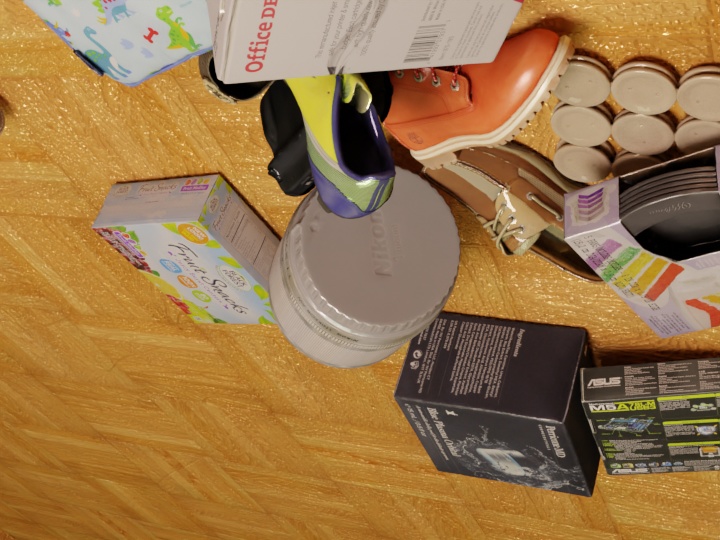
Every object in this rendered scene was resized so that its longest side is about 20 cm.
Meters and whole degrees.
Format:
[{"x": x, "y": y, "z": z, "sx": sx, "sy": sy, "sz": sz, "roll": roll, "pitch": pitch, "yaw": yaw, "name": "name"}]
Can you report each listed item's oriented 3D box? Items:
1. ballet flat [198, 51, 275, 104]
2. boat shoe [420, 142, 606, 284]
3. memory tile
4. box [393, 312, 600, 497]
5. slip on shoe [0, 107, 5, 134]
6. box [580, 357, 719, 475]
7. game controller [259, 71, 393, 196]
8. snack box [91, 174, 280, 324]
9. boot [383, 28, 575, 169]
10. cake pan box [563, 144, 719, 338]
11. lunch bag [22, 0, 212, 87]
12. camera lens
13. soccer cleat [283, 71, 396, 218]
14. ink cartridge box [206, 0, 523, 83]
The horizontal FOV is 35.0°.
[{"x": -0.093, "y": -0.170, "z": 0.949, "sx": 0.067, "sy": 0.047, "sz": 0.199, "roll": 28, "pitch": 163, "yaw": -22, "name": "ballet flat"}, {"x": 0.145, "y": -0.051, "z": 0.995, "sx": 0.198, "sy": 0.075, "sz": 0.076, "roll": 23, "pitch": 152, "yaw": -5, "name": "boat shoe"}, {"x": 0.245, "y": -0.108, "z": 0.889, "sx": 0.197, "sy": 0.017, "sz": 0.154, "roll": 9, "pitch": 150, "yaw": 20, "name": "memory tile"}, {"x": 0.166, "y": 0.153, "z": 1.301, "sx": 0.198, "sy": 0.119, "sz": 0.197, "roll": 5, "pitch": 149, "yaw": 25, "name": "box"}, {"x": -0.431, "y": -0.199, "z": 1.129, "sx": 0.060, "sy": 0.076, "sz": 0.200, "roll": -3, "pitch": 137, "yaw": 49, "name": "slip on shoe"}, {"x": 0.348, "y": 0.159, "z": 1.223, "sx": 0.197, "sy": 0.048, "sz": 0.194, "roll": -7, "pitch": 143, "yaw": 19, "name": "box"}, {"x": -0.033, "y": -0.139, "z": 0.942, "sx": 0.042, "sy": 0.106, "sz": 0.200, "roll": 2, "pitch": 162, "yaw": -27, "name": "game controller"}, {"x": -0.172, "y": -0.018, "z": 1.277, "sx": 0.167, "sy": 0.068, "sz": 0.200, "roll": 0, "pitch": 147, "yaw": 35, "name": "snack box"}, {"x": 0.073, "y": -0.148, "z": 0.879, "sx": 0.107, "sy": 0.076, "sz": 0.199, "roll": 38, "pitch": 149, "yaw": -21, "name": "boot"}, {"x": 0.284, "y": -0.024, "z": 0.918, "sx": 0.183, "sy": 0.053, "sz": 0.200, "roll": -17, "pitch": 142, "yaw": 32, "name": "cake pan box"}, {"x": -0.177, "y": -0.234, "z": 0.884, "sx": 0.198, "sy": 0.083, "sz": 0.161, "roll": -8, "pitch": 138, "yaw": 41, "name": "lunch bag"}, {"x": 0.000, "y": 0.000, "z": 1.064, "sx": 0.158, "sy": 0.162, "sz": 0.200, "roll": 23, "pitch": 163, "yaw": -5, "name": "camera lens"}, {"x": -0.020, "y": -0.137, "z": 0.813, "sx": 0.064, "sy": 0.202, "sz": 0.084, "roll": -13, "pitch": 168, "yaw": -28, "name": "soccer cleat"}, {"x": 0.005, "y": -0.197, "z": 0.724, "sx": 0.197, "sy": 0.084, "sz": 0.146, "roll": -7, "pitch": 158, "yaw": -16, "name": "ink cartridge box"}]
